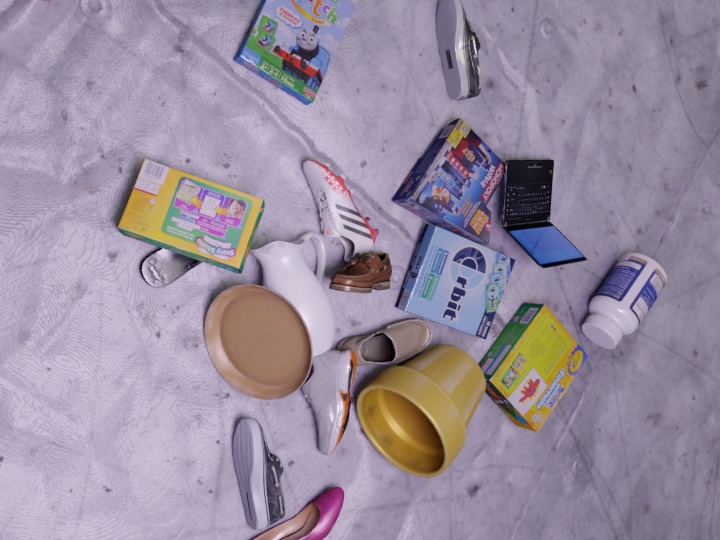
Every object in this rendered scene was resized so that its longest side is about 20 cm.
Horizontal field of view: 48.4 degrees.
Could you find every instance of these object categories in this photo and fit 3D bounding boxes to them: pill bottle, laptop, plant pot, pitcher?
[{"bbox_3d":[0.562,0.067,1.721,0.111,0.111,0.200,47,70,-21],"label":"pill bottle"},{"bbox_3d":[0.370,-0.117,1.592,0.177,0.103,0.201,-8,104,-46],"label":"laptop"},{"bbox_3d":[0.126,0.237,1.452,0.189,0.201,0.201,-38,108,-38],"label":"plant pot"},{"bbox_3d":[-0.099,0.040,1.369,0.171,0.121,0.200,-21,98,-50],"label":"pitcher"},{"bbox_3d":[-0.162,0.114,1.305,0.027,0.200,0.201,-36,111,-60],"label":"plant pot"}]

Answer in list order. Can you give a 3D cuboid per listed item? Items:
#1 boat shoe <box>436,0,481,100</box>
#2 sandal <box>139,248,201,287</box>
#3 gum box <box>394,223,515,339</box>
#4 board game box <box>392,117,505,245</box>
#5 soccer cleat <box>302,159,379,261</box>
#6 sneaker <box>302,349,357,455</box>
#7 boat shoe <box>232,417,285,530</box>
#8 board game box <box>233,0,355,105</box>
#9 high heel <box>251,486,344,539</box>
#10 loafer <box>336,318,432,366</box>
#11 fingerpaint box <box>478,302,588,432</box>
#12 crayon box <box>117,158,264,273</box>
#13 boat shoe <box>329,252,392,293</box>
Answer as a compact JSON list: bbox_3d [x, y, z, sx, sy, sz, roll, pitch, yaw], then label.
[{"bbox_3d":[0.193,-0.431,1.540,0.064,0.071,0.201,-15,106,-27],"label":"boat shoe"},{"bbox_3d":[-0.267,-0.042,1.308,0.200,0.043,0.076,-45,110,-20],"label":"sandal"},{"bbox_3d":[0.185,0.024,1.540,0.200,0.045,0.170,21,90,-28],"label":"gum box"},{"bbox_3d":[0.192,-0.150,1.545,0.200,0.062,0.200,42,71,-24],"label":"board game box"},{"bbox_3d":[-0.046,-0.104,1.415,0.085,0.069,0.200,-47,116,-24],"label":"soccer cleat"},{"bbox_3d":[-0.064,0.227,1.417,0.092,0.076,0.201,11,103,10],"label":"sneaker"},{"bbox_3d":[-0.168,0.339,1.362,0.071,0.072,0.201,-14,108,-36],"label":"boat shoe"},{"bbox_3d":[-0.111,-0.414,1.390,0.151,0.037,0.200,27,77,-26],"label":"board game box"},{"bbox_3d":[-0.114,0.440,1.382,0.200,0.067,0.096,-50,123,-15],"label":"high heel"},{"bbox_3d":[0.055,0.138,1.471,0.200,0.068,0.076,-16,98,-27],"label":"loafer"},{"bbox_3d":[0.345,0.194,1.627,0.167,0.073,0.200,46,71,-20],"label":"fingerpaint box"},{"bbox_3d":[-0.263,-0.083,1.259,0.200,0.058,0.119,19,79,-5],"label":"crayon box"},{"bbox_3d":[0.000,0.000,1.395,0.200,0.072,0.068,-12,111,-71],"label":"boat shoe"}]
